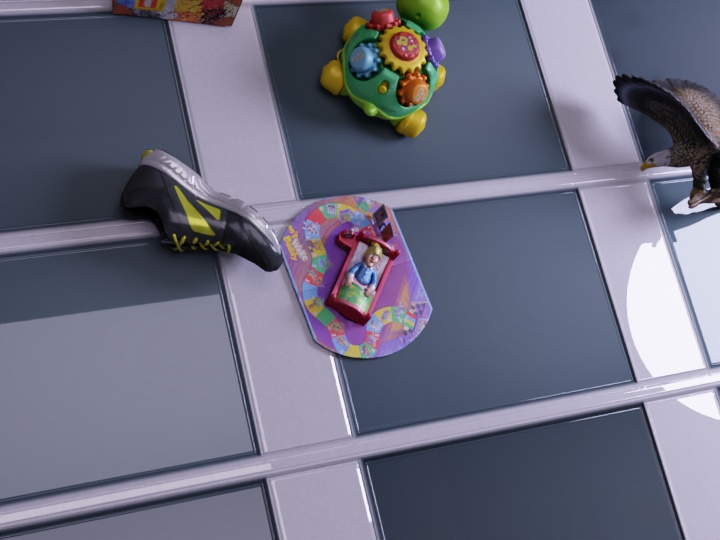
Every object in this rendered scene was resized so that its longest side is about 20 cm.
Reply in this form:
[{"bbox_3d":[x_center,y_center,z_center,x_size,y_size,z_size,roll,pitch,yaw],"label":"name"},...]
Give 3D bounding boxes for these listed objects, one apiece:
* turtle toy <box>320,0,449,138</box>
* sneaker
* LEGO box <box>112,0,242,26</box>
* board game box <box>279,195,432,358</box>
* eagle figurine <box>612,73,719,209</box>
[{"bbox_3d":[0.047,-0.271,1.497,0.145,0.101,0.202,28,63,-8],"label":"turtle toy"},{"bbox_3d":[-0.179,-0.048,1.352,0.199,0.075,0.085,33,68,5],"label":"sneaker"},{"bbox_3d":[-0.222,-0.406,1.463,0.147,0.077,0.203,2,69,-20],"label":"LEGO box"},{"bbox_3d":[0.000,0.000,1.409,0.156,0.039,0.202,-16,76,-25],"label":"board game box"},{"bbox_3d":[0.427,-0.180,1.591,0.149,0.152,0.202,-15,80,-4],"label":"eagle figurine"}]
